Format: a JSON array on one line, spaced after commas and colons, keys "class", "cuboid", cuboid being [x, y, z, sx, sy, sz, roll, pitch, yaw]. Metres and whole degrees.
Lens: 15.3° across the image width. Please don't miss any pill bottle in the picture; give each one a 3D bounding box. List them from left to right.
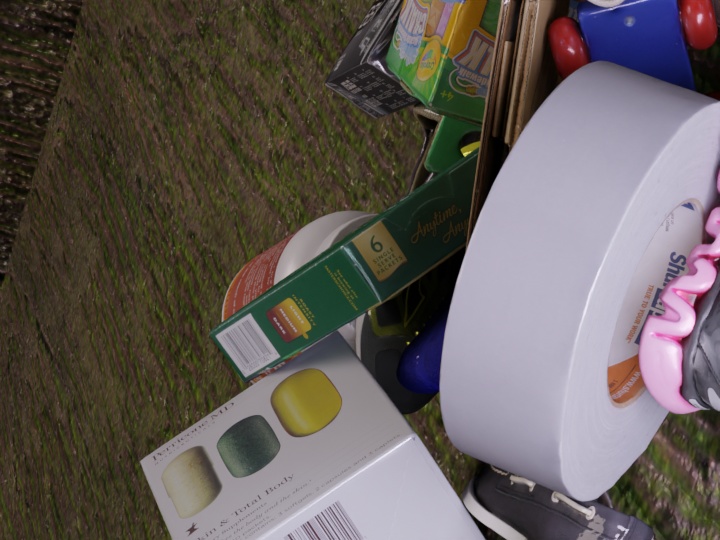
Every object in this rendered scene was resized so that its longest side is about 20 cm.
[{"class": "pill bottle", "cuboid": [-0.018, 0.022, 1.852, 0.200, 0.112, 0.113, 151, 131, -68]}]

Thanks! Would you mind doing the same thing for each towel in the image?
[{"class": "towel", "cuboid": [0.089, 0.010, 1.524, 0.148, 0.049, 0.200, -55, 3, -8]}]

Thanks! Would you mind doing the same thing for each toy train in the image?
[{"class": "toy train", "cuboid": [0.135, -0.149, 1.395, 0.116, 0.084, 0.201, -97, -9, -51]}]

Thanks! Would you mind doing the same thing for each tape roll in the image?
[{"class": "tape roll", "cuboid": [0.113, 0.005, 1.279, 0.200, 0.066, 0.201, -47, -32, -42]}]

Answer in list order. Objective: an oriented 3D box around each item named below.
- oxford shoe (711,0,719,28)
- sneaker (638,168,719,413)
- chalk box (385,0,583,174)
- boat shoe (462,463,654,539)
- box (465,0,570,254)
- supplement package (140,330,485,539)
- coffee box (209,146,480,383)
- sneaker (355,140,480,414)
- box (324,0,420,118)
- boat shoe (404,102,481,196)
[{"class": "oxford shoe", "cuboid": [0.222, -0.208, 1.361, 0.073, 0.071, 0.201, -118, 35, -42]}, {"class": "sneaker", "cuboid": [0.208, -0.018, 1.249, 0.095, 0.079, 0.201, 21, 90, 44]}, {"class": "chalk box", "cuboid": [0.097, -0.143, 1.594, 0.124, 0.124, 0.201, -127, 52, -69]}, {"class": "boat shoe", "cuboid": [0.106, 0.129, 1.425, 0.061, 0.074, 0.200, -64, 11, 6]}, {"class": "box", "cuboid": [0.088, -0.096, 1.435, 0.200, 0.021, 0.164, -64, -18, -66]}, {"class": "supplement package", "cuboid": [-0.016, 0.160, 1.565, 0.151, 0.151, 0.200, -33, 20, -2]}, {"class": "coffee box", "cuboid": [0.000, 0.000, 1.595, 0.123, 0.044, 0.200, -35, 1, -32]}, {"class": "sneaker", "cuboid": [0.053, 0.015, 1.691, 0.085, 0.074, 0.201, -105, 33, -58]}, {"class": "box", "cuboid": [0.048, -0.184, 1.792, 0.158, 0.050, 0.200, -58, 7, -4]}, {"class": "boat shoe", "cuboid": [0.066, -0.098, 1.756, 0.072, 0.064, 0.201, -179, 104, -76]}]
